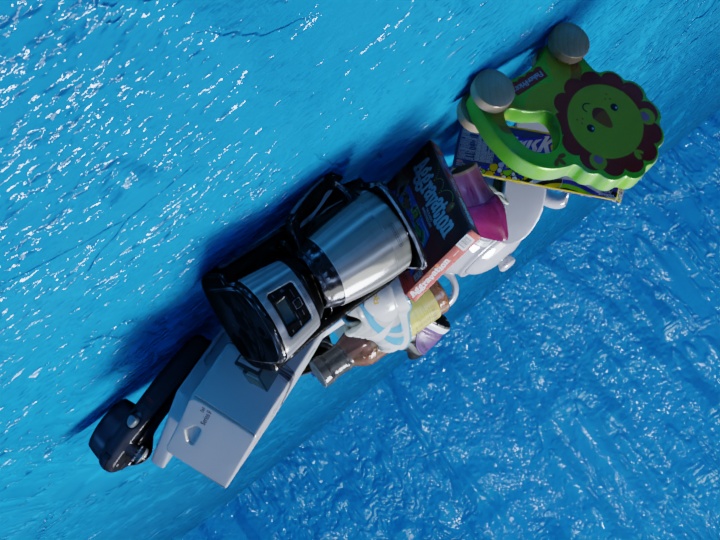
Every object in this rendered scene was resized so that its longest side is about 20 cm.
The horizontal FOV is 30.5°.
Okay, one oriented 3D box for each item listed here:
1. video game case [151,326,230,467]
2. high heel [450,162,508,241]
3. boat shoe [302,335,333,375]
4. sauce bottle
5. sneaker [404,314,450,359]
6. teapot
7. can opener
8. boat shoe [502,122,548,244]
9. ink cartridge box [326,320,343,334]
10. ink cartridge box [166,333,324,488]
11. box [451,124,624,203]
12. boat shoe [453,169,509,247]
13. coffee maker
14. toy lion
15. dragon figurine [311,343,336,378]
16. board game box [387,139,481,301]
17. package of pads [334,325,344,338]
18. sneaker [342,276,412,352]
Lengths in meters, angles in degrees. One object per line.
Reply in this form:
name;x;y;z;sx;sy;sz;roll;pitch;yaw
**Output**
video game case;-0.179;0.123;1.569;0.182;0.023;0.200;-57;177;-35
high heel;0.095;-0.065;1.571;0.067;0.097;0.199;-32;-169;-26
boat shoe;-0.128;0.121;1.731;0.198;0.068;0.072;-17;134;-18
sauce bottle;0.024;0.079;1.726;0.199;0.066;0.066;-34;170;-17
sneaker;0.030;0.070;1.868;0.088;0.199;0.076;-51;-149;18
teapot;0.157;-0.058;1.833;0.197;0.147;0.200;-32;170;-31
can opener;-0.247;0.158;1.578;0.200;0.079;0.063;-49;170;4
boat shoe;0.216;-0.133;1.724;0.057;0.068;0.202;-63;167;-68
ink cartridge box;0.000;0.000;1.684;0.199;0.084;0.145;-33;173;-33
ink cartridge box;-0.119;0.121;1.468;0.201;0.084;0.146;-57;178;-37
box;0.214;-0.130;1.557;0.070;0.198;0.065;-2;105;-74
boat shoe;0.150;-0.107;1.642;0.065;0.074;0.203;-58;-171;38
coffee maker;-0.054;0.010;1.387;0.199;0.135;0.192;-34;171;-20
toy lion;0.234;-0.164;1.467;0.199;0.192;0.069;-33;170;-27
dragon figurine;-0.064;0.105;1.904;0.059;0.100;0.200;-38;176;4
board game box;0.070;-0.059;1.474;0.103;0.019;0.201;-44;-149;17
package of pads;0.023;0.032;1.994;0.154;0.068;0.200;-36;171;-9
sneaker;0.015;0.047;1.550;0.080;0.077;0.200;-16;158;-3
